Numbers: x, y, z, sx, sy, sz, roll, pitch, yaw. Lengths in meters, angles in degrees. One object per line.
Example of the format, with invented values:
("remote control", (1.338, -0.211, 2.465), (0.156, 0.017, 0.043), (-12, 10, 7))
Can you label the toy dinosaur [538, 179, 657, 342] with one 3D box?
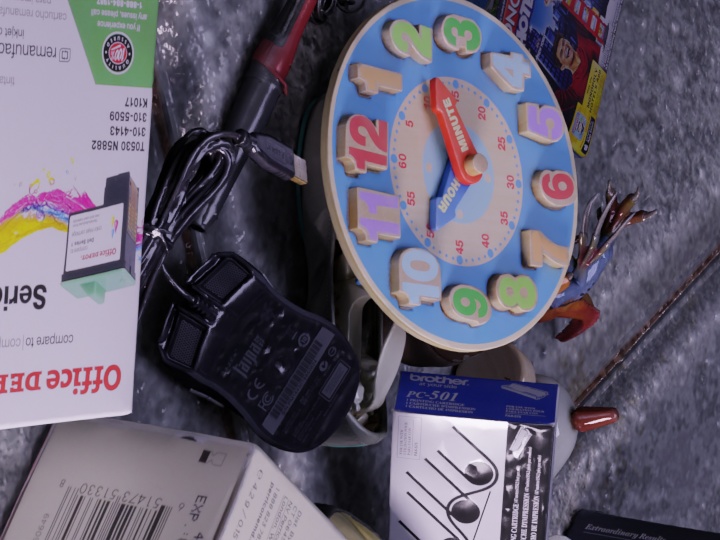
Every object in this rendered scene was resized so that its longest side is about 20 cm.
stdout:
("toy dinosaur", (0.122, 0.009, 1.528), (0.182, 0.104, 0.201), (-54, 138, -48))

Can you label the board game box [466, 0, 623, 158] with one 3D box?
("board game box", (0.094, -0.199, 1.507), (0.200, 0.061, 0.201), (36, 64, -53))

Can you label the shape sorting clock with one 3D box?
("shape sorting clock", (0.054, -0.055, 1.378), (0.199, 0.039, 0.202), (9, 76, -38))

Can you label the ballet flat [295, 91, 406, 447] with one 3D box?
("ballet flat", (0.000, 0.000, 1.392), (0.067, 0.063, 0.202), (-2, 97, -56))

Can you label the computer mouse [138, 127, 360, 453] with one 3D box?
("computer mouse", (-0.061, 0.005, 1.306), (0.200, 0.046, 0.141), (33, 83, -45))

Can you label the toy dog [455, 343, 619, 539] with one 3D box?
("toy dog", (0.104, 0.146, 1.547), (0.132, 0.096, 0.202), (2, 93, -57))

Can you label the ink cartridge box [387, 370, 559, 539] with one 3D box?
("ink cartridge box", (0.063, 0.156, 1.443), (0.044, 0.093, 0.201), (-77, 170, -58))

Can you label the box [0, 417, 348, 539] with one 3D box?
("box", (-0.076, 0.171, 1.242), (0.200, 0.127, 0.109), (51, 54, -47))

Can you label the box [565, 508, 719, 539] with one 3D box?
("box", (0.185, 0.275, 1.646), (0.200, 0.148, 0.107), (-58, 139, -34))

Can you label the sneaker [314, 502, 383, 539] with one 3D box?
("sneaker", (-0.013, 0.232, 1.408), (0.088, 0.077, 0.201), (-27, 115, -43))

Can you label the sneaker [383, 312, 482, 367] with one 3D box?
("sneaker", (0.046, -0.044, 1.446), (0.070, 0.075, 0.202), (-14, 107, -55))

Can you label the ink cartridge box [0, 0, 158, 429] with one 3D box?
("ink cartridge box", (-0.169, -0.031, 1.106), (0.144, 0.084, 0.202), (-2, 97, -57))

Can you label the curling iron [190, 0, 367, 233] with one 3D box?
("curling iron", (-0.043, -0.103, 1.342), (0.050, 0.025, 0.201), (54, 51, -42))
